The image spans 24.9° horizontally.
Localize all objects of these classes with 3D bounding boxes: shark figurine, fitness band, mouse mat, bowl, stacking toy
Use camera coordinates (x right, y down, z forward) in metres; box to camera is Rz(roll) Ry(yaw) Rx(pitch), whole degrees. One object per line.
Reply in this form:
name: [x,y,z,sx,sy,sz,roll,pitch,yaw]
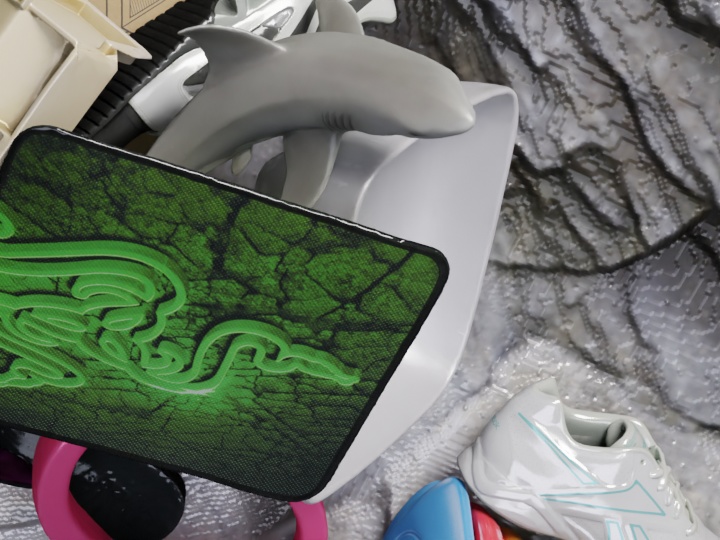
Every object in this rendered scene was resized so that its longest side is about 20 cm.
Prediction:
shark figurine: [-0.066,-0.067,0.727,0.214,0.128,0.089,-30,144,16]
fitness band: [-0.102,0.138,0.952,0.144,0.037,0.200,-31,127,5]
mouse mat: [-0.078,0.027,0.721,0.200,0.008,0.161,18,122,-18]
bowl: [0.000,0.000,0.848,0.075,0.200,0.200,21,117,22]
stacking toy: [0.112,0.209,0.979,0.200,0.110,0.116,18,127,-18]

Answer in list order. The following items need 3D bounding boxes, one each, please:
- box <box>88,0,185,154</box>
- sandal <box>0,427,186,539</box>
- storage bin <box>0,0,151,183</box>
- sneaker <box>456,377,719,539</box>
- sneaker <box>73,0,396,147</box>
box: [-0.109,-0.155,0.819,0.163,0.021,0.200,28,95,-27]
sandal: [-0.190,0.100,0.957,0.200,0.048,0.075,32,109,-13]
storage bin: [-0.227,-0.074,0.733,0.199,0.094,0.200,40,97,19]
sneaker: [0.159,0.136,0.957,0.200,0.070,0.080,30,107,-10]
sneaker: [-0.063,-0.095,0.805,0.200,0.074,0.089,-38,118,-6]
